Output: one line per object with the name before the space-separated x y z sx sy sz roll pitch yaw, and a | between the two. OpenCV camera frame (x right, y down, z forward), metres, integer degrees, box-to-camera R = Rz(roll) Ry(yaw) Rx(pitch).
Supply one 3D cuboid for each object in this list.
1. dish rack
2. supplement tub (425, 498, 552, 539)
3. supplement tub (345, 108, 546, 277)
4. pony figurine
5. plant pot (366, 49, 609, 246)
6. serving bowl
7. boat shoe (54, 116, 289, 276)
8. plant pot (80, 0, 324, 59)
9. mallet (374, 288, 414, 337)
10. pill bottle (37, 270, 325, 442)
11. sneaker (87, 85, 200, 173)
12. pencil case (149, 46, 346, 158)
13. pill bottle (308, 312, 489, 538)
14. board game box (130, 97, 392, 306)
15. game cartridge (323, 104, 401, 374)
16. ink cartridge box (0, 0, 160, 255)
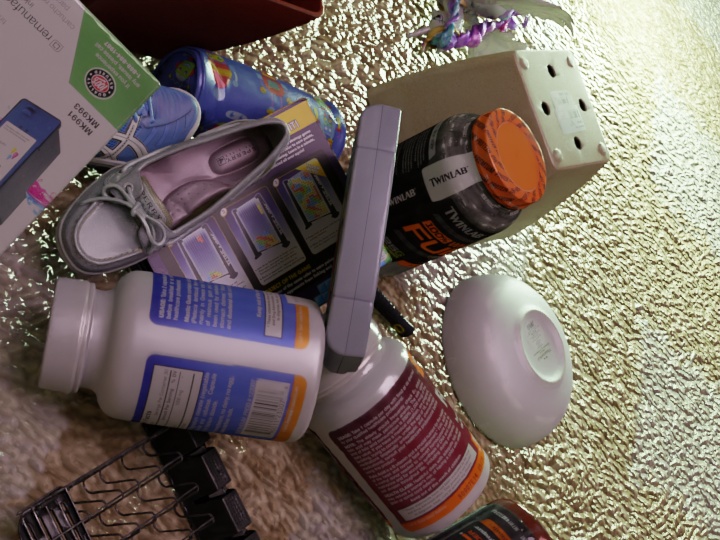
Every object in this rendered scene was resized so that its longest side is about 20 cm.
dish rack | -0.164 0.203 0.864 0.200 0.054 0.154 -29 93 -49
supplement tub | 0.075 0.289 1.025 0.199 0.107 0.108 -24 91 -28
supplement tub | 0.077 -0.078 1.162 0.122 0.199 0.123 24 55 -39
pony figurine | 0.156 -0.328 1.441 0.192 0.167 0.201 13 61 -9
plant pot | 0.158 -0.151 1.311 0.199 0.176 0.201 -13 81 -51
serving bowl | 0.178 0.093 1.303 0.199 0.066 0.201 25 53 -39
boat shoe | -0.144 -0.064 0.908 0.201 0.065 0.075 -30 95 -25
plant pot | -0.174 -0.288 0.992 0.199 0.176 0.201 7 67 -48
mallet | 0.000 0.000 1.141 0.200 0.066 0.041 41 46 -29
pill bottle | -0.135 0.062 0.876 0.199 0.112 0.113 10 60 -14
sneaker | -0.211 -0.123 0.919 0.199 0.077 0.076 -7 76 -37
pencil case | -0.105 -0.142 1.080 0.199 0.087 0.078 15 32 -46
pill bottle | 0.020 0.134 1.059 0.200 0.114 0.114 53 41 -18
board game box | -0.096 -0.029 0.995 0.199 0.057 0.166 -31 96 -26
game cartridge | -0.001 -0.024 0.935 0.041 0.133 0.202 10 77 -6
ink cartridge box | -0.260 -0.108 0.797 0.200 0.087 0.145 -47 113 -6
